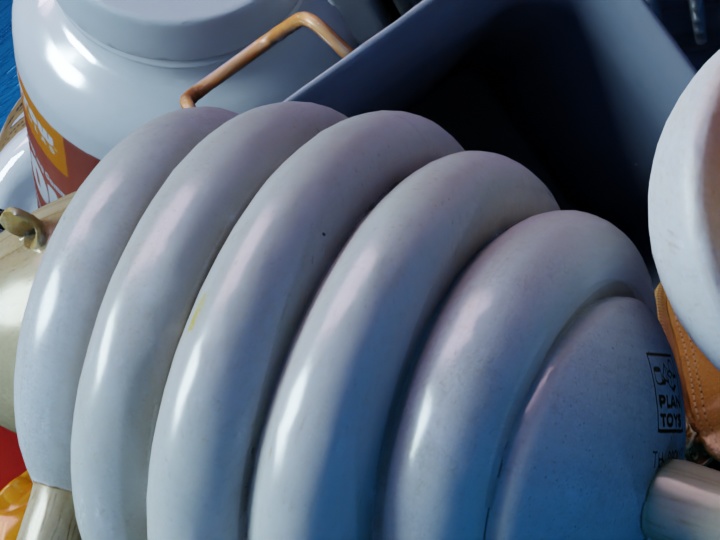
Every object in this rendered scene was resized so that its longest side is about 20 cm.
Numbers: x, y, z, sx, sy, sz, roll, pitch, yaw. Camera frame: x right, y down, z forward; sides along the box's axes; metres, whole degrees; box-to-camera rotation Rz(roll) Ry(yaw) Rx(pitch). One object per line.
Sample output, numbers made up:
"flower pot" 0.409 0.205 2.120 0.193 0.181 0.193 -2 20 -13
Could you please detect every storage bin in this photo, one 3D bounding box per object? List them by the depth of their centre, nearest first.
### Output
"storage bin" 0.000 0.000 0.866 0.200 0.146 0.134 -37 3 -9

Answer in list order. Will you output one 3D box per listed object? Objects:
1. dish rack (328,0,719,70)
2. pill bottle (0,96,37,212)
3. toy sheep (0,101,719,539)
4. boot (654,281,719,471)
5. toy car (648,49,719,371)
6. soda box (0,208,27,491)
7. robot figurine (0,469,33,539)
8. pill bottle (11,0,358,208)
"dish rack" 0.079 -0.100 0.903 0.171 0.044 0.200 -8 -13 8
"pill bottle" -0.103 -0.033 1.248 0.114 0.115 0.200 -34 13 6
"toy sheep" -0.001 0.032 0.612 0.199 0.138 0.138 16 39 21
"boot" 0.120 0.009 0.685 0.201 0.071 0.144 -39 18 6
"toy car" 0.153 -0.057 0.557 0.199 0.151 0.175 -8 -6 -35
"soda box" -0.119 0.082 0.748 0.071 0.063 0.201 4 80 58
"robot figurine" -0.101 0.137 0.659 0.200 0.145 0.058 -42 -17 -25
"pill bottle" -0.057 -0.061 0.960 0.112 0.112 0.200 -40 -21 -20
